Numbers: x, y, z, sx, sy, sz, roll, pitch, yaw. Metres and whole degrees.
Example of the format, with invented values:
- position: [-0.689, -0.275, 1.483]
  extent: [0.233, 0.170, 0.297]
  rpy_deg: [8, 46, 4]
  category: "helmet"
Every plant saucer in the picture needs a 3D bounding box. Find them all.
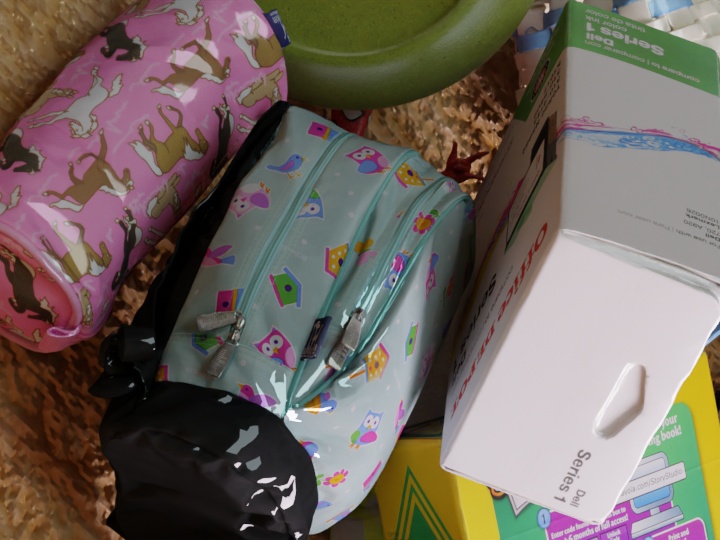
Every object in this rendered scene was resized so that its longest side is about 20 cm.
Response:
- position: [-0.005, -0.176, 1.366]
  extent: [0.031, 0.199, 0.201]
  rpy_deg: [-41, 114, -80]
  category: "plant saucer"

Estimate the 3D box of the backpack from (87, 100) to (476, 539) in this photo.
- position: [-0.032, 0.029, 1.287]
  extent: [0.126, 0.167, 0.201]
  rpy_deg: [24, 64, 6]
  category: "backpack"

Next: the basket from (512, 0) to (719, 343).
- position: [0.169, -0.062, 1.526]
  extent: [0.176, 0.139, 0.201]
  rpy_deg: [-21, 92, -55]
  category: "basket"

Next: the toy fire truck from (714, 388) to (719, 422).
- position: [0.300, 0.057, 1.623]
  extent: [0.176, 0.129, 0.201]
  rpy_deg: [34, 87, -32]
  category: "toy fire truck"

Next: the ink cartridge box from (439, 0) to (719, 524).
- position: [0.103, -0.006, 1.318]
  extent: [0.084, 0.145, 0.200]
  rpy_deg: [19, 34, -8]
  category: "ink cartridge box"

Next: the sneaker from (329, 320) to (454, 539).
- position: [0.035, 0.124, 1.427]
  extent: [0.105, 0.075, 0.201]
  rpy_deg: [33, 63, -51]
  category: "sneaker"

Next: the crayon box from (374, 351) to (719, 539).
- position: [0.103, 0.143, 1.388]
  extent: [0.199, 0.058, 0.174]
  rpy_deg: [-14, 93, -45]
  category: "crayon box"

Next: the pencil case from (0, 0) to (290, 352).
- position: [-0.110, -0.050, 1.311]
  extent: [0.200, 0.086, 0.083]
  rpy_deg: [-51, 145, -36]
  category: "pencil case"

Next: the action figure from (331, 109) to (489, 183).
- position: [0.000, 0.000, 1.394]
  extent: [0.065, 0.099, 0.201]
  rpy_deg: [23, 64, -39]
  category: "action figure"
